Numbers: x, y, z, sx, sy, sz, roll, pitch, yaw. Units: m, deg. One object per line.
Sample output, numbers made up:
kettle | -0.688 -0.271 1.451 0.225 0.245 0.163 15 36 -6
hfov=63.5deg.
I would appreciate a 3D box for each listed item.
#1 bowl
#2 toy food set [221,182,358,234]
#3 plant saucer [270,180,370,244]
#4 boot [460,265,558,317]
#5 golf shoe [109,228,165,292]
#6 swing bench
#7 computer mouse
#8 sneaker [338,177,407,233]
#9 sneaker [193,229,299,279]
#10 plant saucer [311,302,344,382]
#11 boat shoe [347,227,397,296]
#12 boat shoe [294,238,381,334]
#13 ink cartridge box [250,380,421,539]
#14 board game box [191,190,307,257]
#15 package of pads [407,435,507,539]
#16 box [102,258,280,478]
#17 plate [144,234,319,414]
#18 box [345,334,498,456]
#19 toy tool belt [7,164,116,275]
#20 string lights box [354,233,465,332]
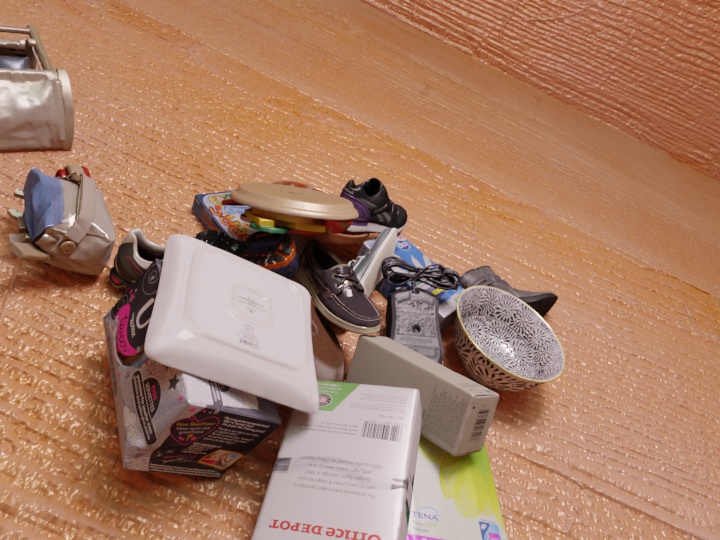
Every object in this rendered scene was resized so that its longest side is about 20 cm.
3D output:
bowl | 0.224 0.129 0.959 0.198 0.095 0.202 19 36 -15
toy food set | -0.101 -0.092 0.859 0.195 0.049 0.200 4 15 -26
plant saucer | -0.076 -0.101 1.043 0.198 0.033 0.201 21 24 -10
boot | 0.291 0.038 1.147 0.198 0.070 0.132 0 38 -40
golf shoe | -0.246 0.023 0.792 0.198 0.089 0.078 27 33 -3
swing bench | -0.588 -0.292 0.920 0.197 0.131 0.200 -16 54 -45
computer mouse | 0.088 0.084 0.924 0.136 0.053 0.203 11 64 -9
sneaker | 0.034 -0.118 1.037 0.075 0.088 0.199 37 26 28
sneaker | -0.178 -0.009 0.854 0.197 0.079 0.076 2 60 21
plant saucer | -0.081 0.081 0.785 0.201 0.037 0.201 49 11 -12
boat shoe | 0.000 0.000 0.955 0.061 0.073 0.201 20 60 20
boat shoe | -0.036 0.020 0.859 0.071 0.066 0.200 -2 31 -36
ink cartridge box | -0.016 0.226 0.629 0.144 0.085 0.201 3 43 13
board game box | -0.178 -0.061 0.984 0.134 0.035 0.200 -15 53 -44
package of pads | 0.092 0.291 0.695 0.152 0.069 0.201 17 36 -16
box | -0.195 0.108 0.655 0.132 0.115 0.201 30 24 -47
plate | -0.129 0.048 0.653 0.198 0.032 0.201 26 30 -27
box | 0.075 0.157 0.764 0.068 0.083 0.199 11 10 -47
toy tool belt | -0.414 -0.082 0.782 0.122 0.126 0.201 3 41 -43
string lights box | 0.092 0.020 1.039 0.200 0.059 0.102 43 40 21
